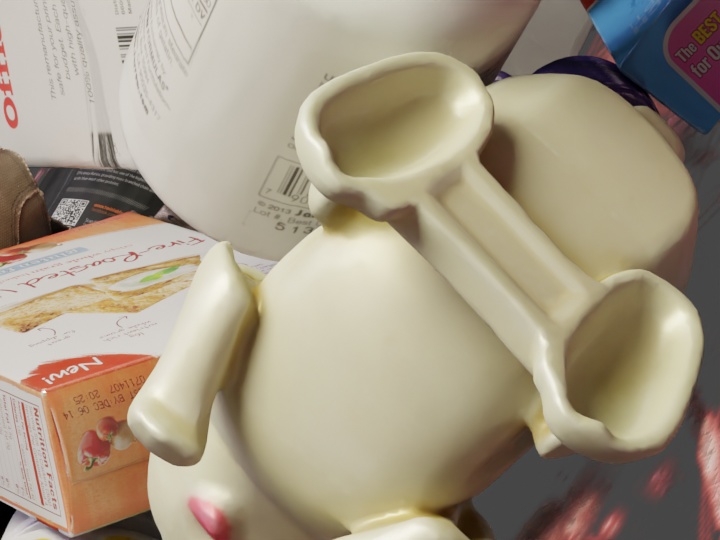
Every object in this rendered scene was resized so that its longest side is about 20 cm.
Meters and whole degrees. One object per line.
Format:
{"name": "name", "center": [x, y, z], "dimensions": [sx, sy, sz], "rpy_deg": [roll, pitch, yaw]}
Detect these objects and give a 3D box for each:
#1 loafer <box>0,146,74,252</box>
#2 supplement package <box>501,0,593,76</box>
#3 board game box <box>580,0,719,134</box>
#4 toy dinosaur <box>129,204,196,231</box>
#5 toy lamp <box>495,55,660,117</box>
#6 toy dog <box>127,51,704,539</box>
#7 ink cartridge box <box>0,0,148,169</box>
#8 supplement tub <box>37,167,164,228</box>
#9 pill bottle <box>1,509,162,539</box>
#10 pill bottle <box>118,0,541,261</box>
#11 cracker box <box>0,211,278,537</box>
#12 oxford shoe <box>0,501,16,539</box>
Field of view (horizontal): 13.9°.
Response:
{"name": "loafer", "center": [-0.134, 0.019, 1.259], "dimensions": [0.071, 0.073, 0.200], "rpy_deg": [-42, -29, -13]}
{"name": "supplement package", "center": [0.003, -0.096, 1.290], "dimensions": [0.200, 0.121, 0.120], "rpy_deg": [-36, 22, 55]}
{"name": "board game box", "center": [0.157, -0.154, 1.040], "dimensions": [0.200, 0.040, 0.153], "rpy_deg": [-53, 12, 11]}
{"name": "toy dinosaur", "center": [-0.069, 0.016, 1.324], "dimensions": [0.058, 0.101, 0.200], "rpy_deg": [-32, -14, -49]}
{"name": "toy lamp", "center": [0.065, -0.050, 1.079], "dimensions": [0.058, 0.058, 0.200], "rpy_deg": [-56, 12, -5]}
{"name": "toy dog", "center": [0.004, 0.026, 0.927], "dimensions": [0.200, 0.139, 0.194], "rpy_deg": [-46, 5, 38]}
{"name": "ink cartridge box", "center": [-0.077, -0.118, 1.173], "dimensions": [0.084, 0.147, 0.200], "rpy_deg": [-16, 12, -32]}
{"name": "supplement tub", "center": [-0.103, -0.030, 1.520], "dimensions": [0.122, 0.122, 0.200], "rpy_deg": [-37, 21, 55]}
{"name": "pill bottle", "center": [-0.097, 0.158, 1.005], "dimensions": [0.114, 0.114, 0.200], "rpy_deg": [-49, 13, 26]}
{"name": "pill bottle", "center": [0.000, -0.099, 0.935], "dimensions": [0.115, 0.114, 0.200], "rpy_deg": [-64, 3, -37]}
{"name": "cracker box", "center": [-0.096, 0.032, 1.098], "dimensions": [0.134, 0.058, 0.200], "rpy_deg": [-18, 18, -28]}
{"name": "oxford shoe", "center": [-0.086, 0.071, 1.201], "dimensions": [0.200, 0.073, 0.085], "rpy_deg": [-42, -31, -20]}
